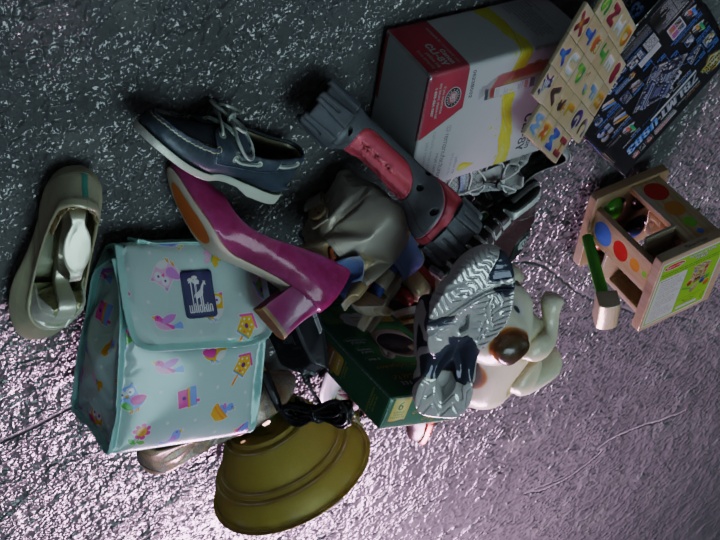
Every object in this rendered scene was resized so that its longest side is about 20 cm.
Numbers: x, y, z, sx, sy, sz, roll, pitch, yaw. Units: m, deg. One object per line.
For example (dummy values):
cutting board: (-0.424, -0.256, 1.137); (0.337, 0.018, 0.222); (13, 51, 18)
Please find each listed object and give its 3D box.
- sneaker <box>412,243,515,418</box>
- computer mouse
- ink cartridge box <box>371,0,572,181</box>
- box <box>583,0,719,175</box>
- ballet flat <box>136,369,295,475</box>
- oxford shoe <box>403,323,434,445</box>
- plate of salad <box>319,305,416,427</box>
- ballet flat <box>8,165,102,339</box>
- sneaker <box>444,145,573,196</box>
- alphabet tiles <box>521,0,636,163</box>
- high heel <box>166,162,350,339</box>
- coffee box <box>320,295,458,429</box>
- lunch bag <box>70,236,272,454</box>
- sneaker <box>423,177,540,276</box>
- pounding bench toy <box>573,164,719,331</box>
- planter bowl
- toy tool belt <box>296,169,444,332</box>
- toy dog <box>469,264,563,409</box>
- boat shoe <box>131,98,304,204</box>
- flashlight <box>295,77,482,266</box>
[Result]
sneaker: (0.096, 0.034, 1.168); (0.078, 0.130, 0.201); (4, 125, -6)
computer mouse: (-0.075, 0.076, 1.255); (0.046, 0.202, 0.140); (-31, -172, -34)
ink cartridge box: (0.117, -0.181, 1.180); (0.198, 0.084, 0.146); (-20, 140, -27)
box: (0.322, -0.230, 1.347); (0.200, 0.050, 0.198); (-48, 145, 10)
ballet flat: (-0.162, 0.158, 1.306); (0.199, 0.068, 0.068); (-33, 137, -14)
oxford shoe: (0.058, 0.136, 1.425); (0.072, 0.072, 0.201); (2, 131, 4)
plate of salad: (0.039, 0.127, 1.470); (0.199, 0.048, 0.201); (-25, 142, -21)
ballet flat: (-0.268, 0.001, 1.039); (0.069, 0.070, 0.201); (-9, 134, -36)
sneaker: (0.143, -0.117, 1.273); (0.199, 0.082, 0.075); (-27, 143, -18)
alphabet tiles: (0.225, -0.196, 1.191); (0.167, 0.006, 0.200); (-60, 157, 5)
high heel: (-0.095, -0.038, 1.103); (0.096, 0.201, 0.067); (-42, -169, -19)
coffee box: (0.014, 0.094, 1.277); (0.122, 0.200, 0.044); (-1, 122, -42)
lunch bag: (-0.180, 0.063, 1.142); (0.169, 0.122, 0.202); (-2, 114, -36)
sneaker: (0.136, -0.022, 1.379); (0.199, 0.076, 0.116); (-35, 147, -9)
pounding bench toy: (0.336, -0.024, 1.486); (0.198, 0.156, 0.125); (-21, 142, -24)
planter bowl: (-0.094, 0.202, 1.345); (0.199, 0.200, 0.084); (-30, 116, -14)
toy tool belt: (0.000, 0.000, 1.224); (0.123, 0.125, 0.200); (-47, 139, -12)
toy dog: (0.151, 0.077, 1.399); (0.193, 0.140, 0.200); (-35, 157, -12)
boat shoe: (-0.120, -0.112, 1.045); (0.062, 0.075, 0.199); (-48, 145, 15)
flashlight: (0.026, -0.091, 1.106); (0.200, 0.068, 0.068); (40, 87, -14)
